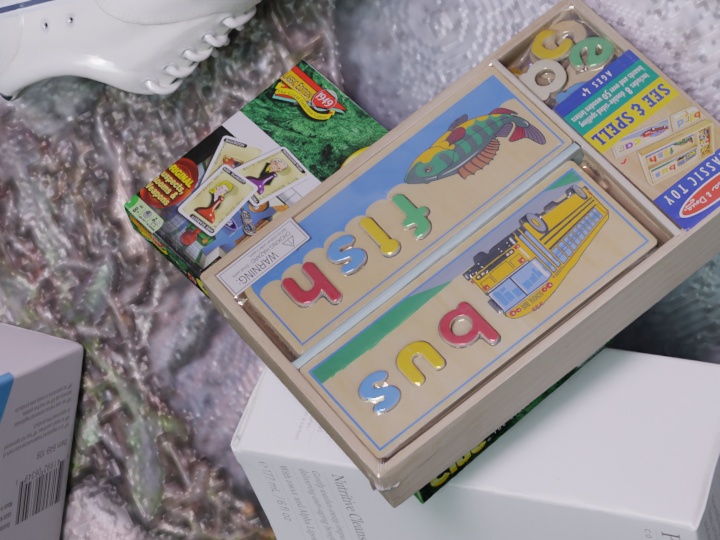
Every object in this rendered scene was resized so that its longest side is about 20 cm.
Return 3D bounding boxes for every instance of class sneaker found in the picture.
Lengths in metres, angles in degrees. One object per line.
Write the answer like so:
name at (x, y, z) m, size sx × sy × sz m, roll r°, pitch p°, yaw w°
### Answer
sneaker at (-0.081, -0.115, 1.305) m, size 0.199 × 0.073 × 0.071 m, roll -6°, pitch 107°, yaw 32°

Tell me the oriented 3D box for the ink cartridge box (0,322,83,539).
ink cartridge box at (-0.230, 0.127, 1.364) m, size 0.145 × 0.147 × 0.201 m, roll 14°, pitch 105°, yaw 20°

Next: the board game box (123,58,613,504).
board game box at (0.000, 0.000, 1.243) m, size 0.105 × 0.024 × 0.200 m, roll -39°, pitch 55°, yaw -15°

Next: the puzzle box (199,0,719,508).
puzzle box at (0.050, -0.011, 1.203) m, size 0.200 × 0.025 × 0.133 m, roll -38°, pitch 54°, yaw -9°

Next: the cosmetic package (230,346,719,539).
cosmetic package at (0.062, 0.086, 1.247) m, size 0.199 × 0.081 × 0.113 m, roll 9°, pitch 147°, yaw 23°
